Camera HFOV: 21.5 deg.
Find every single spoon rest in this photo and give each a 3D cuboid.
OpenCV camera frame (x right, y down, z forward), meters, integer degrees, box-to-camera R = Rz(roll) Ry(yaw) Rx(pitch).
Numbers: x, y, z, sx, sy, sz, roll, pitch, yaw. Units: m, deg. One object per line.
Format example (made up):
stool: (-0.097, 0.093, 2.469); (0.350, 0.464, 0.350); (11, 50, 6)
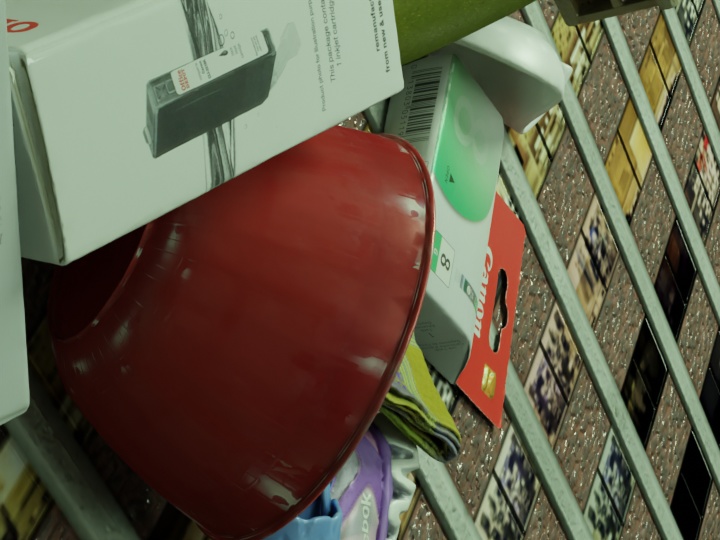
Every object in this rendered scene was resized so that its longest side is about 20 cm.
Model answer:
spoon rest: (0.095, -0.126, 1.229); (0.061, 0.099, 0.200); (-69, 164, 4)

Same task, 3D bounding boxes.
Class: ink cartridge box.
ink cartridge box: (-0.101, -0.084, 0.754); (0.200, 0.144, 0.084); (-30, 120, -43)
ink cartridge box: (0.073, -0.014, 1.200); (0.200, 0.050, 0.162); (44, 47, -45)

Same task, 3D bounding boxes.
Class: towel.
towel: (0.000, 0.000, 1.014); (0.144, 0.023, 0.201); (43, 25, -56)

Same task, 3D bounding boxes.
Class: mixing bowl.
mixing bowl: (-0.068, 0.009, 0.832); (0.108, 0.200, 0.201); (25, 58, -25)

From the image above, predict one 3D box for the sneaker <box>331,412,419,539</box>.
sneaker: (-0.023, 0.159, 0.969); (0.088, 0.080, 0.202); (31, 53, -47)

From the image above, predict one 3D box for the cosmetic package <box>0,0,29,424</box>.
cosmetic package: (-0.174, -0.042, 0.643); (0.074, 0.101, 0.202); (-26, 125, -45)

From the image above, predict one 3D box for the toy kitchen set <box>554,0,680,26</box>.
toy kitchen set: (0.148, -0.189, 1.086); (0.181, 0.162, 0.201); (58, 36, -34)

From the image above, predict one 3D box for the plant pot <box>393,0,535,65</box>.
plant pot: (0.037, -0.189, 0.915); (0.187, 0.198, 0.189); (-11, 90, -90)

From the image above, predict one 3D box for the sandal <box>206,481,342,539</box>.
sandal: (-0.037, 0.083, 0.909); (0.087, 0.079, 0.201); (111, -19, -54)
